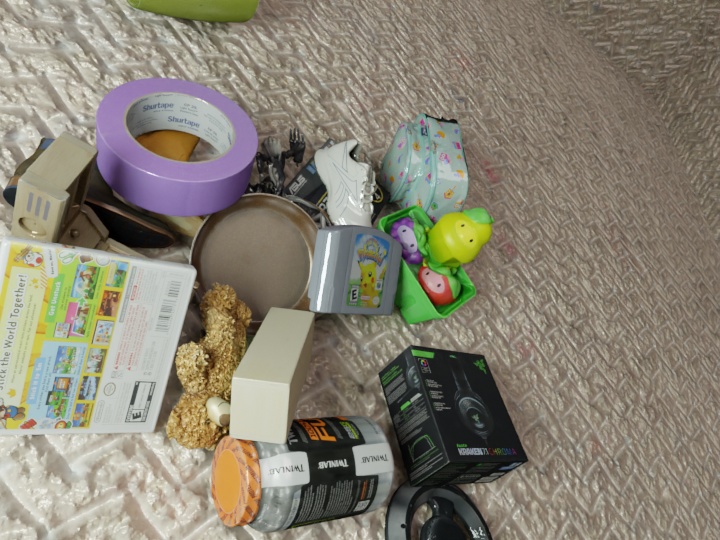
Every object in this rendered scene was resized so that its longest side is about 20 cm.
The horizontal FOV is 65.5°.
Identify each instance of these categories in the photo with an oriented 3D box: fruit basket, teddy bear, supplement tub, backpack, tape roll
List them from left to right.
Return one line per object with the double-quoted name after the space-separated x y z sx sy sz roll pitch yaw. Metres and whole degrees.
-0.240 -0.166 0.740 0.199 0.066 0.201 13 48 -14 "tape roll"
-0.170 0.115 0.683 0.066 0.145 0.200 2 44 9 "teddy bear"
-0.068 0.242 0.676 0.199 0.122 0.123 8 58 -38 "supplement tub"
0.127 -0.186 1.101 0.153 0.176 0.201 -1 61 -23 "backpack"
0.133 -0.030 0.978 0.155 0.215 0.216 -27 82 -47 "fruit basket"

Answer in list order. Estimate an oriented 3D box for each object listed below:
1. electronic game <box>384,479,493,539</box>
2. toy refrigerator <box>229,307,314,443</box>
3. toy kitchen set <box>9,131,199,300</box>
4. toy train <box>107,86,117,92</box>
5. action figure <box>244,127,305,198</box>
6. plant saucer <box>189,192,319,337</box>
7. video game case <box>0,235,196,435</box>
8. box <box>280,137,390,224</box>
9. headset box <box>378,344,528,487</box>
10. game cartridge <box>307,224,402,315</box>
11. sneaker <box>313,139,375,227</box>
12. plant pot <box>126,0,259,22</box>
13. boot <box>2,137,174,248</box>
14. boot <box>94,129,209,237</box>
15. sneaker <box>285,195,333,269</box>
0.118 0.391 0.793 0.199 0.042 0.201 24 41 -23 "electronic game"
-0.105 0.119 0.688 0.070 0.076 0.200 7 19 1 "toy refrigerator"
-0.281 0.007 0.606 0.200 0.180 0.164 29 48 -17 "toy kitchen set"
-0.298 -0.263 0.876 0.200 0.046 0.034 -13 71 -45 "toy train"
-0.159 -0.157 0.877 0.200 0.118 0.102 -68 145 -50 "action figure"
-0.143 -0.008 0.794 0.199 0.032 0.201 -1 92 -27 "plant saucer"
-0.282 0.076 0.578 0.181 0.201 0.023 11 13 -36 "video game case"
-0.045 -0.127 1.001 0.161 0.049 0.200 41 45 -9 "box"
0.139 0.220 0.874 0.174 0.093 0.201 13 44 -34 "headset box"
0.000 0.000 0.847 0.200 0.040 0.134 8 87 -56 "game cartridge"
-0.013 -0.130 0.923 0.074 0.087 0.201 13 55 -62 "sneaker"
-0.306 -0.514 0.965 0.200 0.187 0.188 -27 82 -32 "plant pot"
-0.330 -0.100 0.718 0.199 0.075 0.097 21 53 -27 "boot"
-0.267 -0.150 0.803 0.201 0.071 0.144 37 50 -7 "boot"
-0.071 -0.032 0.877 0.200 0.078 0.077 57 16 6 "sneaker"
